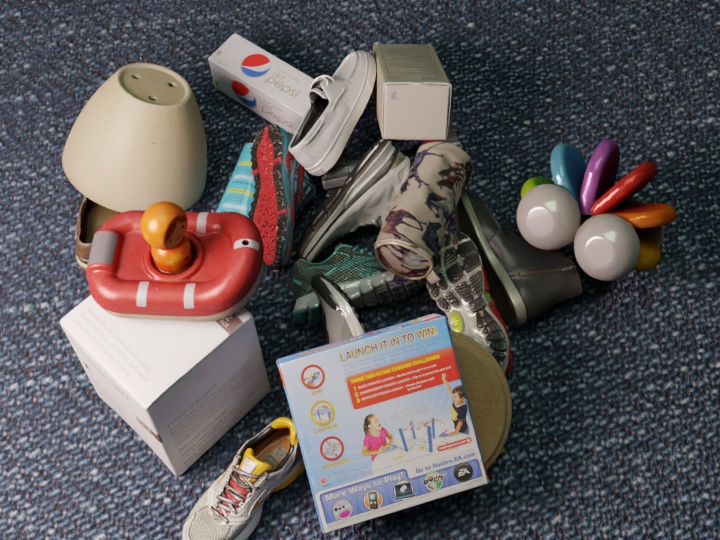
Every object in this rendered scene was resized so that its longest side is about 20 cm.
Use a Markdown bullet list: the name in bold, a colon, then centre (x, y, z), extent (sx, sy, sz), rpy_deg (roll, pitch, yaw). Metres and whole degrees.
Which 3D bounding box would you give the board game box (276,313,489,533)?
- **board game box**: centre (0.024, 0.170, 1.310), extent (0.198, 0.056, 0.198), rpy_deg (-15, 93, -6)

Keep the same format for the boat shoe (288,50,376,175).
- **boat shoe**: centre (-0.042, -0.227, 1.573), extent (0.072, 0.068, 0.201), rpy_deg (1, 60, 53)

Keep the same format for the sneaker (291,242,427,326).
- **sneaker**: centre (0.000, 0.000, 1.503), extent (0.198, 0.078, 0.092), rpy_deg (-14, 66, -7)

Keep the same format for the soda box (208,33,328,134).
- **soda box**: centre (-0.125, -0.261, 1.676), extent (0.199, 0.068, 0.064), rpy_deg (32, 66, 21)

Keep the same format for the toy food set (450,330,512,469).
- **toy food set**: centre (0.082, 0.169, 1.370), extent (0.198, 0.049, 0.200), rpy_deg (-14, 93, -7)

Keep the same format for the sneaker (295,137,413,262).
- **sneaker**: centre (0.010, -0.066, 1.546), extent (0.115, 0.076, 0.201), rpy_deg (40, 96, -14)

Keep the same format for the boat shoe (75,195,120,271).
- **boat shoe**: centre (-0.346, -0.099, 1.589), extent (0.074, 0.075, 0.204), rpy_deg (1, 59, 4)

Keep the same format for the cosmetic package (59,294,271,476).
- **cosmetic package**: centre (-0.226, 0.104, 1.385), extent (0.165, 0.201, 0.165), rpy_deg (39, 68, 24)

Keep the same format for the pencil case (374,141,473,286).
- **pencil case**: centre (0.085, -0.077, 1.472), extent (0.089, 0.078, 0.201), rpy_deg (39, 52, -20)

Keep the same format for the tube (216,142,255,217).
- **tube**: centre (-0.167, -0.079, 1.587), extent (0.077, 0.050, 0.202), rpy_deg (6, 63, 21)

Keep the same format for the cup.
- **cup**: centre (-0.292, -0.191, 1.557), extent (0.198, 0.144, 0.201), rpy_deg (13, 39, -11)

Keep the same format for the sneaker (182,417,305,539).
- **sneaker**: centre (-0.139, 0.249, 1.362), extent (0.077, 0.082, 0.200), rpy_deg (32, 66, 21)

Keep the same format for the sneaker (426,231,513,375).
- **sneaker**: centre (0.140, 0.049, 1.463), extent (0.076, 0.085, 0.202), rpy_deg (-22, 65, 14)

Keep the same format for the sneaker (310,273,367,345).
- **sneaker**: centre (-0.021, 0.100, 1.418), extent (0.079, 0.074, 0.202), rpy_deg (-22, 88, 1)

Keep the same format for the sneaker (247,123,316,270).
- **sneaker**: centre (-0.094, -0.096, 1.565), extent (0.079, 0.095, 0.202), rpy_deg (-14, 68, 44)

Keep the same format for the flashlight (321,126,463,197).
- **flashlight**: centre (0.044, -0.149, 1.605), extent (0.198, 0.068, 0.069), rpy_deg (-12, 63, 2)

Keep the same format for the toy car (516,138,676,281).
- **toy car**: centre (0.305, -0.089, 1.469), extent (0.199, 0.151, 0.175), rpy_deg (29, 26, 20)

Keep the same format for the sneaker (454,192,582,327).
- **sneaker**: centre (0.203, -0.025, 1.520), extent (0.105, 0.075, 0.201), rpy_deg (-19, 65, -16)

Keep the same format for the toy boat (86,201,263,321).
- **toy boat**: centre (-0.206, -0.025, 1.269), extent (0.198, 0.131, 0.132), rpy_deg (2, 56, 3)

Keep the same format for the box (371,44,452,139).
- **box**: centre (0.067, -0.249, 1.591), extent (0.094, 0.079, 0.200), rpy_deg (1, 25, -3)
